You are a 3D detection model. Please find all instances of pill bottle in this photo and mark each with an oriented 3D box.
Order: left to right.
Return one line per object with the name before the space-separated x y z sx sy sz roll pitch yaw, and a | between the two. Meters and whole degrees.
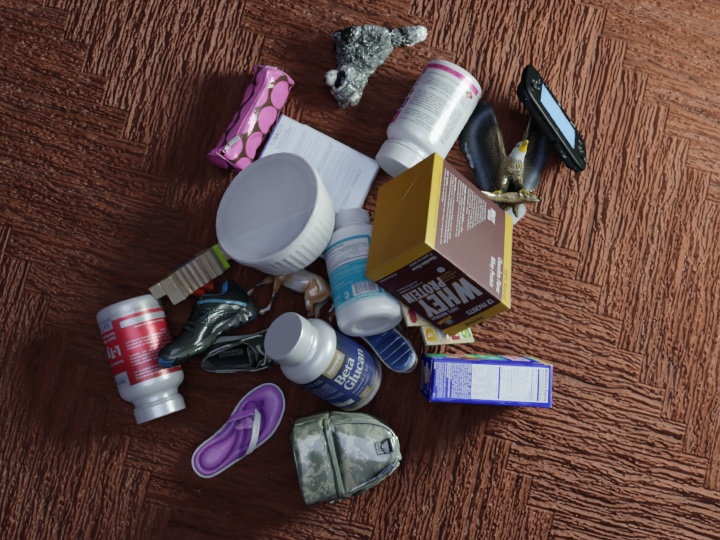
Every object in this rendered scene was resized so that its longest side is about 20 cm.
pill bottle | -0.365 0.150 1.588 0.112 0.112 0.201 -18 85 -3
pill bottle | -0.063 0.147 1.546 0.200 0.111 0.111 36 82 -42
pill bottle | 0.000 0.000 1.564 0.110 0.111 0.201 -10 66 -2
pill bottle | 0.116 -0.253 1.632 0.113 0.113 0.201 31 79 2

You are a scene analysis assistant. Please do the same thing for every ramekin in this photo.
ramekin | -0.133 -0.084 1.552 0.201 0.094 0.203 -13 59 23

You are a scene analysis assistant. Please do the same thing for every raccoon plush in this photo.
raccoon plush | 0.030 -0.361 1.663 0.199 0.097 0.135 -8 92 -2

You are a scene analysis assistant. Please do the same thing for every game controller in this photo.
game controller | 0.335 -0.263 1.629 0.200 0.042 0.105 49 42 -24

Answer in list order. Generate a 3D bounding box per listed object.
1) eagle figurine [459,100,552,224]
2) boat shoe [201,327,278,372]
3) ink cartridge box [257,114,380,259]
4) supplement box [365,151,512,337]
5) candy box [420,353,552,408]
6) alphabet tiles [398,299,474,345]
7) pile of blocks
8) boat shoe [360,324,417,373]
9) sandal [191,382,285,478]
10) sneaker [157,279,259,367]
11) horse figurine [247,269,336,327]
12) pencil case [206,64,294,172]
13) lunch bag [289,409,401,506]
eagle figurine | 0.262 -0.192 1.647 0.151 0.151 0.201 35 43 -35
boat shoe | -0.172 0.140 1.603 0.199 0.064 0.071 -12 108 7
ink cartridge box | -0.093 -0.144 1.659 0.199 0.043 0.197 27 86 3
supplement box | 0.133 -0.039 1.530 0.200 0.132 0.198 35 44 -29
candy box | 0.206 0.181 1.572 0.199 0.169 0.078 4 88 -2
alphabet tiles | 0.128 0.045 1.585 0.006 0.199 0.167 -28 71 38
pile of blocks | -0.267 0.002 1.621 0.200 0.082 0.062 -35 101 -20
boat shoe | 0.029 0.100 1.619 0.072 0.072 0.200 -35 63 5
sandal | -0.205 0.280 1.610 0.082 0.050 0.203 43 85 3
sneaker | -0.266 0.090 1.574 0.200 0.073 0.082 -35 92 -37
horse figurine | -0.111 0.036 1.638 0.199 0.050 0.133 32 90 4
pencil case | -0.190 -0.266 1.642 0.090 0.094 0.201 22 82 19
lunch bag | -0.022 0.295 1.540 0.167 0.200 0.140 -14 85 -2
